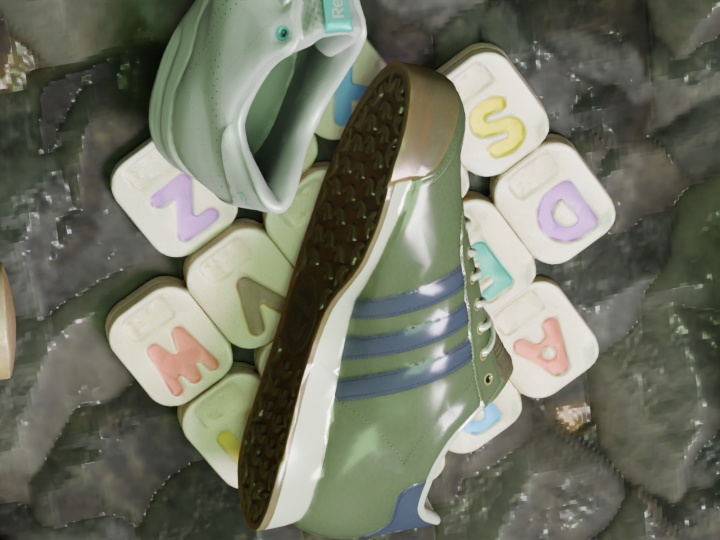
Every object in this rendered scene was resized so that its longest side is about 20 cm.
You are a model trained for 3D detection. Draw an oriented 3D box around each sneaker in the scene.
[{"bbox_3d":[0.021,0.018,1.156,0.089,0.067,0.201,12,110,-22],"label":"sneaker"},{"bbox_3d":[-0.023,-0.118,1.081,0.075,0.088,0.201,-1,111,-28],"label":"sneaker"}]

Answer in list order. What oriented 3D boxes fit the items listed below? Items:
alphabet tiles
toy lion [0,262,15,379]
[{"bbox_3d":[0.000,0.000,1.184,0.200,0.015,0.196,-36,113,6],"label":"alphabet tiles"},{"bbox_3d":[-0.159,0.095,1.099,0.068,0.192,0.201,-3,113,-8],"label":"toy lion"}]
